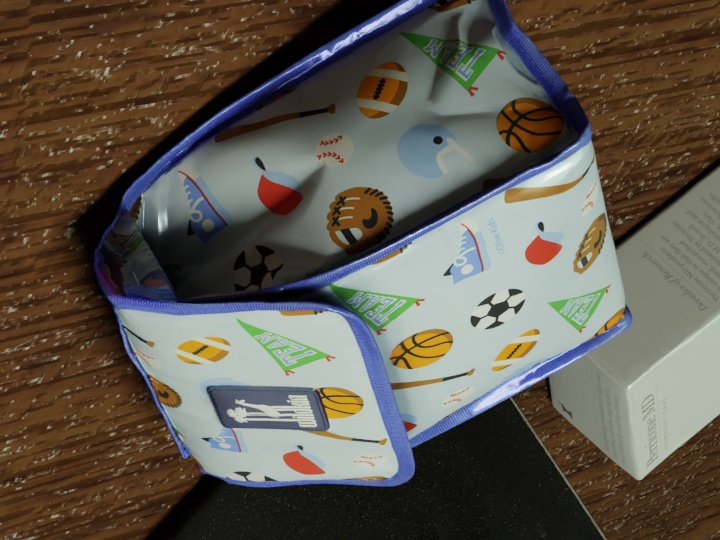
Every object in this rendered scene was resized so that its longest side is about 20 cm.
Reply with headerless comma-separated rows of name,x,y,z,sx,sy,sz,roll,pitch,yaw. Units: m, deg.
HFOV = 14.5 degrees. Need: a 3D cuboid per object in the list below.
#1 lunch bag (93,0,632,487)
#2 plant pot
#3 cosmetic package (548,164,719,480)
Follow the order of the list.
lunch bag,0.000,0.000,1.148,0.199,0.124,0.170,-27,149,-5
plant pot,0.017,0.167,1.320,0.177,0.200,0.200,-28,149,-8
cosmetic package,0.190,0.007,1.453,0.200,0.074,0.102,-39,150,-15
